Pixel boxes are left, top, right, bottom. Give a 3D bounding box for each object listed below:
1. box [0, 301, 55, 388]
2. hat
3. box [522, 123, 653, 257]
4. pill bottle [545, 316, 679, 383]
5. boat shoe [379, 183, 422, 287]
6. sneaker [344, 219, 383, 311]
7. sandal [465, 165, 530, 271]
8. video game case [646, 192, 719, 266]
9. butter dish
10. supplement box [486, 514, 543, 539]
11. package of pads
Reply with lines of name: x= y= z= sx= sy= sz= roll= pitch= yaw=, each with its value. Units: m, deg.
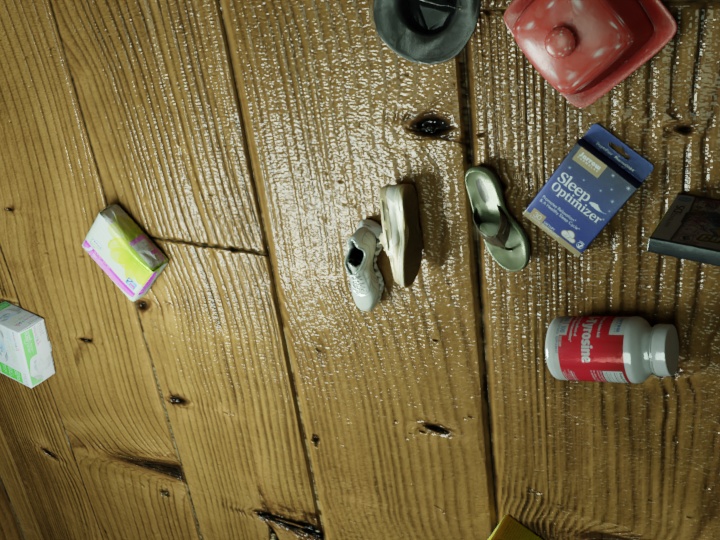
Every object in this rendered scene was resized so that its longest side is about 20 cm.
box: x=-1.003 y=0.216 z=2.472 sx=0.176 sy=0.097 sz=0.200 roll=20 pitch=125 yaw=27
hat: x=0.114 y=-0.431 z=1.325 sx=0.200 sy=0.081 sz=0.201 roll=11 pitch=115 yaw=23
box: x=0.365 y=-0.127 z=1.365 sx=0.121 sy=0.032 sz=0.200 roll=39 pitch=131 yaw=9
pill bottle: x=0.425 y=0.133 z=1.423 sx=0.200 sy=0.112 sz=0.112 roll=-3 pitch=115 yaw=35
boat shoe: x=0.070 y=-0.067 z=1.581 sx=0.069 sy=0.074 sz=0.200 roll=10 pitch=112 yaw=33
sneaker: x=0.000 y=0.000 z=1.660 sx=0.075 sy=0.081 sz=0.200 roll=16 pitch=126 yaw=25
sandal: x=0.228 y=-0.084 z=1.466 sx=0.080 sy=0.057 sz=0.201 roll=-18 pitch=105 yaw=40
video game case: x=0.530 y=-0.052 z=1.193 sx=0.200 sy=0.181 sz=0.026 roll=14 pitch=122 yaw=28
butter dish: x=0.305 y=-0.340 z=1.200 sx=0.200 sy=0.148 sz=0.199 roll=50 pitch=133 yaw=-1
supplement box: x=0.350 y=0.636 z=1.777 sx=0.200 sy=0.110 sz=0.109 roll=33 pitch=130 yaw=15
package of pads: x=-0.570 y=-0.044 z=2.034 sx=0.200 sy=0.068 sz=0.155 roll=47 pitch=133 yaw=1
